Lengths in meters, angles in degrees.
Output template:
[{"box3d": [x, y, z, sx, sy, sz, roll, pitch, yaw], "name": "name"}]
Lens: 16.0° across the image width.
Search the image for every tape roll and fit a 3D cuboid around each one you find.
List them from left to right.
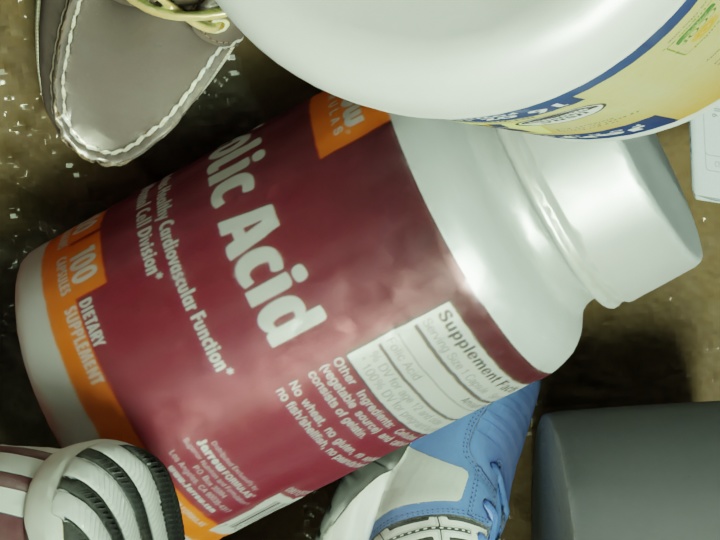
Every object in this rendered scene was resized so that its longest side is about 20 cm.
[{"box3d": [0.099, 0.146, 0.867, 0.066, 0.201, 0.201, -3, 122, -1], "name": "tape roll"}]

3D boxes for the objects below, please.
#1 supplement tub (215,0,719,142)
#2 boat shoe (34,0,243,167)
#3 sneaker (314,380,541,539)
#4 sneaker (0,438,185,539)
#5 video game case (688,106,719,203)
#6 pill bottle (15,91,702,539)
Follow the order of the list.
[{"box3d": [0.047, -0.107, 0.655, 0.144, 0.200, 0.145, 0, 90, 20], "name": "supplement tub"}, {"box3d": [-0.049, -0.111, 0.780, 0.072, 0.060, 0.200, 22, 118, -17], "name": "boat shoe"}, {"box3d": [0.021, 0.113, 0.860, 0.077, 0.200, 0.076, 18, 156, 21], "name": "sneaker"}, {"box3d": [-0.108, 0.124, 0.821, 0.115, 0.076, 0.201, 12, 129, 23], "name": "sneaker"}, {"box3d": [0.182, -0.103, 0.747, 0.181, 0.045, 0.201, 13, 124, 33], "name": "video game case"}, {"box3d": [0.000, 0.000, 0.820, 0.199, 0.114, 0.114, -28, 120, 13], "name": "pill bottle"}]
